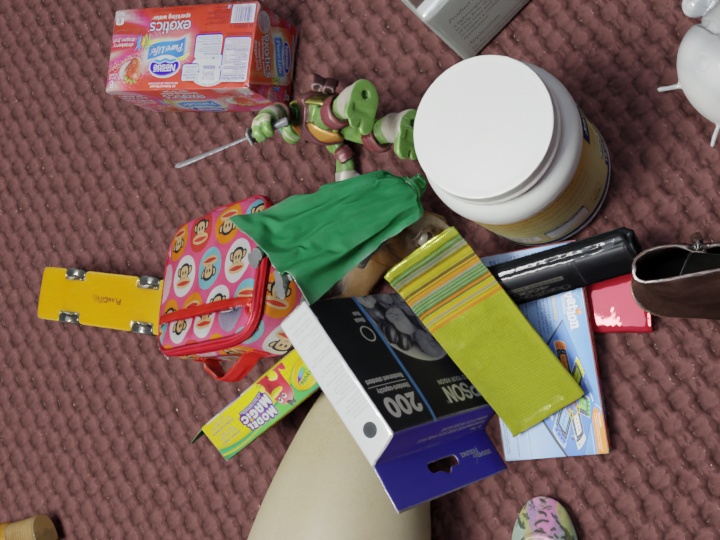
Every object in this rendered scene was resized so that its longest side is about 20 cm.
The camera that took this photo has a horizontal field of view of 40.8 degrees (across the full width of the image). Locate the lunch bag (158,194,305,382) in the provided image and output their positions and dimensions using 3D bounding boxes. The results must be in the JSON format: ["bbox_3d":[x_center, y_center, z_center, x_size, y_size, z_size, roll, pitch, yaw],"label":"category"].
[{"bbox_3d":[-0.131,0.026,0.991,0.200,0.082,0.177,-14,65,49],"label":"lunch bag"}]

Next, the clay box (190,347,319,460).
[{"bbox_3d":[-0.077,0.118,0.981,0.200,0.115,0.048,-42,87,29],"label":"clay box"}]

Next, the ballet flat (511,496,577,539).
[{"bbox_3d":[0.161,0.311,0.885,0.069,0.071,0.201,4,84,26],"label":"ballet flat"}]

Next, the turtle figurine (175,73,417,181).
[{"bbox_3d":[-0.041,-0.115,0.989,0.194,0.200,0.144,-3,124,52],"label":"turtle figurine"}]

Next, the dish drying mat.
[{"bbox_3d":[0.182,0.023,0.945,0.199,0.018,0.077,-2,85,24],"label":"dish drying mat"}]

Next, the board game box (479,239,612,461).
[{"bbox_3d":[0.174,0.078,0.927,0.103,0.019,0.201,-10,86,25],"label":"board game box"}]

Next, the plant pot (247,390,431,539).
[{"bbox_3d":[-0.008,0.215,0.935,0.187,0.187,0.201,4,71,25],"label":"plant pot"}]

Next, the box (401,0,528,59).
[{"bbox_3d":[0.098,-0.360,0.976,0.199,0.131,0.200,-44,68,13],"label":"box"}]

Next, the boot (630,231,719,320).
[{"bbox_3d":[0.324,0.008,0.794,0.199,0.166,0.073,-5,80,17],"label":"boot"}]

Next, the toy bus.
[{"bbox_3d":[-0.285,0.037,1.128,0.199,0.078,0.065,5,84,26],"label":"toy bus"}]

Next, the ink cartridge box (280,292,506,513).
[{"bbox_3d":[0.047,0.110,0.898,0.043,0.198,0.200,-45,67,28],"label":"ink cartridge box"}]

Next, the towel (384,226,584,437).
[{"bbox_3d":[0.114,0.059,0.896,0.086,0.018,0.200,-36,95,28],"label":"towel"}]

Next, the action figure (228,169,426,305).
[{"bbox_3d":[-0.010,-0.044,0.909,0.118,0.200,0.055,48,148,20],"label":"action figure"}]

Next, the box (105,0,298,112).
[{"bbox_3d":[-0.182,-0.240,1.109,0.199,0.095,0.100,4,84,26],"label":"box"}]

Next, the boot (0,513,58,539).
[{"bbox_3d":[-0.405,0.400,1.147,0.144,0.071,0.202,-29,68,25],"label":"boot"}]

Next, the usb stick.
[{"bbox_3d":[0.161,0.006,0.895,0.199,0.055,0.033,-18,54,24],"label":"usb stick"}]

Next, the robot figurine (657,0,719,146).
[{"bbox_3d":[0.360,-0.201,0.840,0.200,0.113,0.170,-42,67,14],"label":"robot figurine"}]

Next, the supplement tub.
[{"bbox_3d":[0.140,-0.106,0.881,0.144,0.200,0.145,-4,81,24],"label":"supplement tub"}]

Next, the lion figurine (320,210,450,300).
[{"bbox_3d":[0.000,0.000,1.003,0.200,0.122,0.073,-45,33,30],"label":"lion figurine"}]
